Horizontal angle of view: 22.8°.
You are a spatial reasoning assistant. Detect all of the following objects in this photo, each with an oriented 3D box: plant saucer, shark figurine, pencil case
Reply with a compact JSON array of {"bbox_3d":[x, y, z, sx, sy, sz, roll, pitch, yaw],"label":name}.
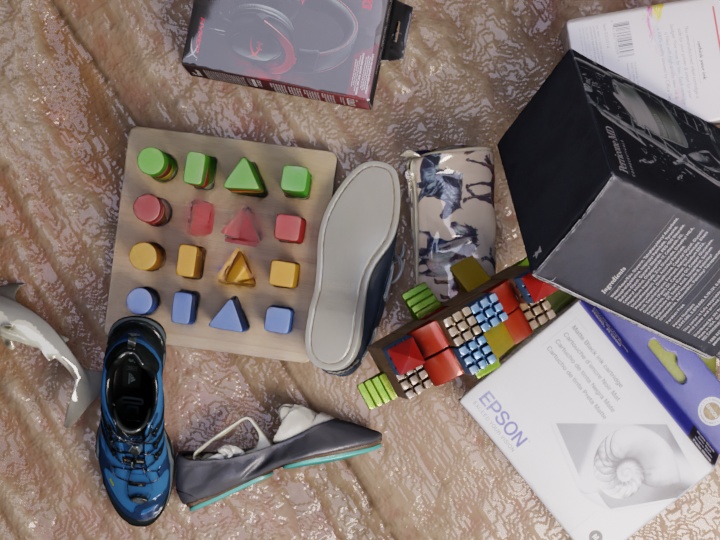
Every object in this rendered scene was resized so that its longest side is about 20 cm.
[{"bbox_3d":[0.235,0.087,1.669,0.199,0.031,0.201,0,89,1],"label":"plant saucer"},{"bbox_3d":[-0.318,0.049,1.667,0.213,0.090,0.129,18,123,10],"label":"shark figurine"},{"bbox_3d":[0.081,-0.015,1.651,0.089,0.078,0.201,0,89,-7],"label":"pencil case"}]

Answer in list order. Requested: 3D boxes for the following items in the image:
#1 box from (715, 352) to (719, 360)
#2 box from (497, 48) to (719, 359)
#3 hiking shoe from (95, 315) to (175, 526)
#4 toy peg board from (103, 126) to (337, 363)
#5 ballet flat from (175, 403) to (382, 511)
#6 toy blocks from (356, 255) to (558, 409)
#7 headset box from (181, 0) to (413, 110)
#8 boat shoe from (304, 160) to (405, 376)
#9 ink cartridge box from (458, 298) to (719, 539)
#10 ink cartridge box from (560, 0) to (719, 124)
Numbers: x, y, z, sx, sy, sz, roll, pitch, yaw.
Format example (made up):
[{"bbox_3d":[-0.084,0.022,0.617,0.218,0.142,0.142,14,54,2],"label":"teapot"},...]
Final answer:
[{"bbox_3d":[0.418,0.065,1.612,0.199,0.115,0.133,33,90,-6],"label":"box"},{"bbox_3d":[0.241,-0.058,1.546,0.196,0.201,0.124,22,122,-22],"label":"box"},{"bbox_3d":[-0.211,0.145,1.625,0.074,0.087,0.201,-2,105,2],"label":"hiking shoe"},{"bbox_3d":[-0.133,-0.025,1.649,0.199,0.098,0.201,8,89,2],"label":"toy peg board"},{"bbox_3d":[-0.081,0.163,1.660,0.199,0.073,0.073,-19,88,4],"label":"ballet flat"},{"bbox_3d":[0.092,0.053,1.543,0.199,0.137,0.100,-29,94,-9],"label":"toy blocks"},{"bbox_3d":[-0.053,-0.239,1.661,0.199,0.075,0.150,12,89,2],"label":"headset box"},{"bbox_3d":[0.000,0.000,1.660,0.074,0.062,0.201,6,80,18],"label":"boat shoe"},{"bbox_3d":[0.226,0.131,1.633,0.200,0.041,0.200,-40,88,1],"label":"ink cartridge box"},{"bbox_3d":[0.294,-0.188,1.654,0.199,0.067,0.118,-9,89,2],"label":"ink cartridge box"}]
